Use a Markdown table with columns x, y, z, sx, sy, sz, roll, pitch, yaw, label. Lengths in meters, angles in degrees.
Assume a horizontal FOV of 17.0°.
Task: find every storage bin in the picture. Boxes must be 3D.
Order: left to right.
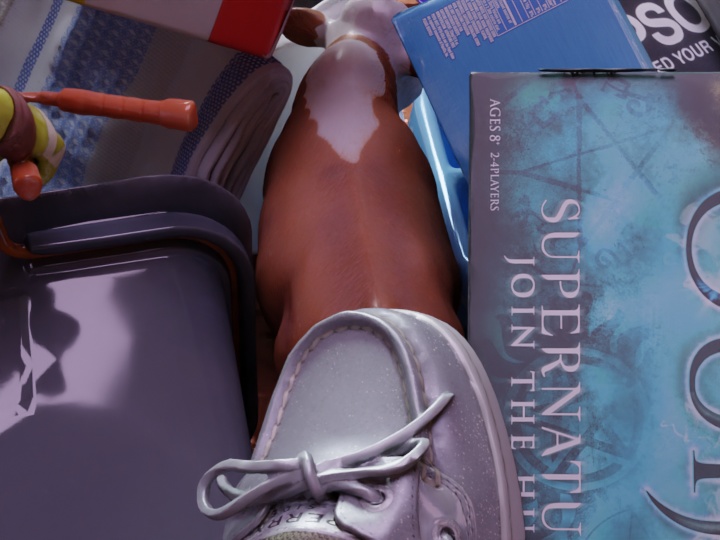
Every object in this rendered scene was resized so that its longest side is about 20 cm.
| x | y | z | sx | sy | sz | roll | pitch | yaw | label |
| --- | --- | --- | --- | --- | --- | --- | --- | --- | --- |
| -0.113 | 0.066 | 0.685 | 0.200 | 0.146 | 0.134 | -10 | 47 | -12 | storage bin |

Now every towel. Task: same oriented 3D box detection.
| x | y | z | sx | sy | sz | roll | pitch | yaw | label |
| --- | --- | --- | --- | --- | --- | --- | --- | --- | --- |
| -0.118 | -0.052 | 0.825 | 0.200 | 0.147 | 0.024 | 39 | 17 | 33 | towel |

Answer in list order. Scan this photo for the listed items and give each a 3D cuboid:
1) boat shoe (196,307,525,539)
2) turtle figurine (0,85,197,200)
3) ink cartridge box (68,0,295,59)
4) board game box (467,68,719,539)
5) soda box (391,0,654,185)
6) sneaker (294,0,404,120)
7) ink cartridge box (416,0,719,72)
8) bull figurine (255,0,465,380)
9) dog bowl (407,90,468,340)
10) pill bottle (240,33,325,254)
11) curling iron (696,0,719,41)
| x | y | z | sx | sy | sz | roll | pitch | yaw | label |
| --- | --- | --- | --- | --- | --- | --- | --- | --- | --- |
| -0.010 | 0.095 | 0.588 | 0.074 | 0.065 | 0.202 | -5 | 60 | 32 | boat shoe |
| -0.149 | -0.038 | 0.633 | 0.200 | 0.064 | 0.161 | 20 | 53 | -4 | turtle figurine |
| -0.080 | -0.129 | 0.752 | 0.200 | 0.067 | 0.116 | 15 | 21 | -17 | ink cartridge box |
| 0.095 | 0.044 | 0.639 | 0.135 | 0.028 | 0.200 | 0 | 73 | 3 | board game box |
| 0.083 | 0.004 | 0.710 | 0.064 | 0.068 | 0.200 | -26 | 77 | 8 | soda box |
| -0.055 | -0.121 | 0.968 | 0.075 | 0.089 | 0.200 | -31 | 45 | -33 | sneaker |
| 0.136 | -0.067 | 0.832 | 0.198 | 0.043 | 0.200 | -25 | 70 | -43 | ink cartridge box |
| 0.000 | 0.000 | 0.773 | 0.065 | 0.122 | 0.200 | 1 | 36 | 1 | bull figurine |
| 0.072 | -0.019 | 0.859 | 0.111 | 0.050 | 0.200 | -4 | 37 | -5 | dog bowl |
| -0.097 | -0.083 | 0.897 | 0.200 | 0.112 | 0.112 | 29 | 45 | 35 | pill bottle |
| 0.148 | -0.048 | 0.778 | 0.200 | 0.026 | 0.050 | 55 | 26 | 21 | curling iron |
